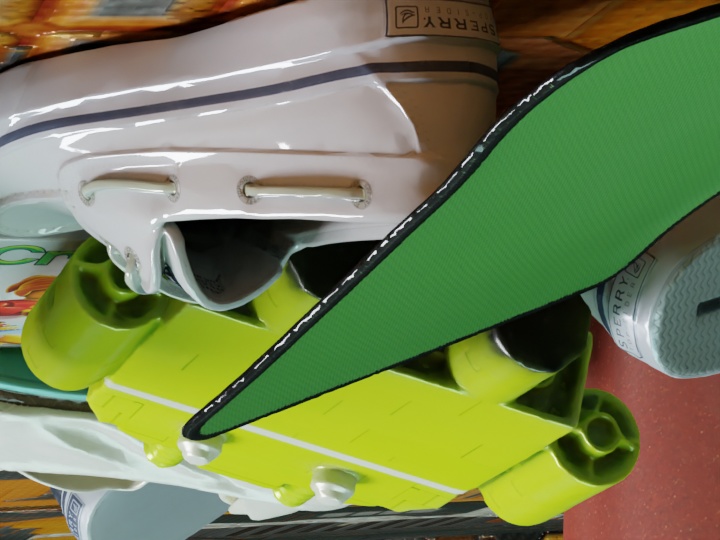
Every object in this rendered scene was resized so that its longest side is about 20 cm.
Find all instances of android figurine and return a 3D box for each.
[{"bbox_3d":[-0.011,0.034,0.866,0.181,0.041,0.200,19,157,-16],"label":"android figurine"}]

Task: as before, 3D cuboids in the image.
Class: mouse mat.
[{"bbox_3d":[0.057,-0.021,0.676,0.160,0.008,0.200,-20,164,-38],"label":"mouse mat"}]

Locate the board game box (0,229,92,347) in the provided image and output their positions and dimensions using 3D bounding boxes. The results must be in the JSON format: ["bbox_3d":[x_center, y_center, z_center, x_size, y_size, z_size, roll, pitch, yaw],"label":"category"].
[{"bbox_3d":[-0.066,-0.006,0.907,0.199,0.035,0.126,0,164,-25],"label":"board game box"}]

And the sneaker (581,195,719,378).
[{"bbox_3d":[0.142,-0.022,0.863,0.199,0.073,0.071,-9,-147,-34],"label":"sneaker"}]

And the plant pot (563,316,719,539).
[{"bbox_3d":[0.153,0.075,1.033,0.199,0.197,0.201,-4,171,-1],"label":"plant pot"}]

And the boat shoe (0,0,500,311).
[{"bbox_3d":[-0.044,-0.023,0.738,0.073,0.067,0.199,4,169,-38],"label":"boat shoe"}]

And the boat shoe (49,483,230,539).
[{"bbox_3d":[-0.040,0.032,1.130,0.199,0.091,0.071,-25,138,-17],"label":"boat shoe"}]

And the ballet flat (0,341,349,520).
[{"bbox_3d":[-0.057,0.053,0.994,0.199,0.070,0.069,10,168,-16],"label":"ballet flat"}]
